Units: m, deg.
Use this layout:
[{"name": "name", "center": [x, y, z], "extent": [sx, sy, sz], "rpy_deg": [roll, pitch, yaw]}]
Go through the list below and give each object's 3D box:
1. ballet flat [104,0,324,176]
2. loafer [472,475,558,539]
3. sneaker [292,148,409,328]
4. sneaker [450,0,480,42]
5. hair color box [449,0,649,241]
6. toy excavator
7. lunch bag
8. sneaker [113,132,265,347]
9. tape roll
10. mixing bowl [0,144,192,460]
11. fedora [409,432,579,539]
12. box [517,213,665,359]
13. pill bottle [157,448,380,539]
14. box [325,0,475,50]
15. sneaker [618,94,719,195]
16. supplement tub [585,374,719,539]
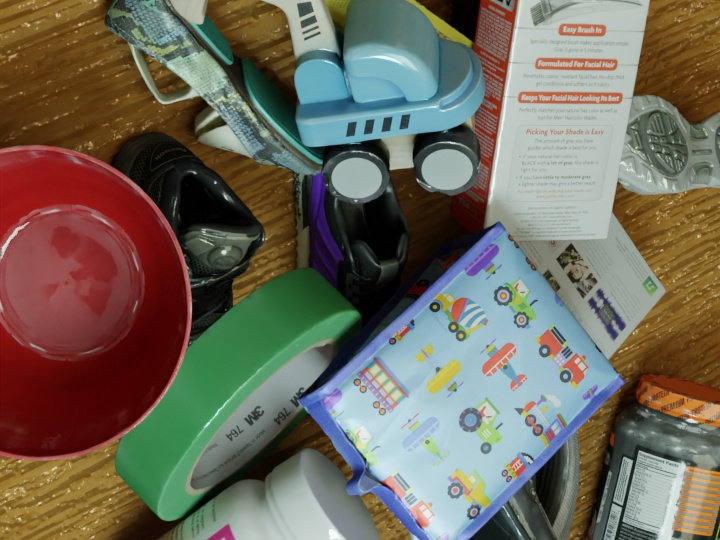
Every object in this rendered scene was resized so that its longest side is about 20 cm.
[{"name": "ballet flat", "center": [-0.105, -0.129, 1.256], "extent": [0.074, 0.074, 0.200], "rpy_deg": [-48, 120, -12]}, {"name": "loafer", "center": [0.113, 0.170, 1.355], "extent": [0.072, 0.073, 0.200], "rpy_deg": [-48, 118, -24]}, {"name": "sneaker", "center": [-0.001, 0.000, 1.327], "extent": [0.069, 0.099, 0.202], "rpy_deg": [-17, 111, -25]}, {"name": "sneaker", "center": [0.130, -0.190, 1.368], "extent": [0.114, 0.076, 0.201], "rpy_deg": [7, 102, -35]}, {"name": "hair color box", "center": [0.138, -0.126, 1.308], "extent": [0.110, 0.064, 0.202], "rpy_deg": [-2, 113, -24]}, {"name": "toy excavator", "center": [-0.018, -0.152, 1.213], "extent": [0.193, 0.100, 0.201], "rpy_deg": [-6, 130, 9]}, {"name": "lunch bag", "center": [0.063, 0.091, 1.262], "extent": [0.200, 0.094, 0.151], "rpy_deg": [-44, 100, -26]}, {"name": "sneaker", "center": [-0.115, 0.010, 1.253], "extent": [0.076, 0.114, 0.201], "rpy_deg": [-17, 114, -26]}, {"name": "tape roll", "center": [-0.084, 0.088, 1.257], "extent": [0.200, 0.048, 0.201], "rpy_deg": [-42, 165, -14]}, {"name": "mixing bowl", "center": [-0.202, 0.016, 1.178], "extent": [0.198, 0.108, 0.202], "rpy_deg": [0, 97, 2]}, {"name": "fedora", "center": [0.089, 0.166, 1.436], "extent": [0.176, 0.090, 0.202], "rpy_deg": [5, 92, -35]}, {"name": "box", "center": [0.144, 0.020, 1.408], "extent": [0.200, 0.036, 0.145], "rpy_deg": [-44, 103, -37]}, {"name": "pill bottle", "center": [-0.090, 0.222, 1.281], "extent": [0.200, 0.114, 0.113], "rpy_deg": [-37, 124, 13]}, {"name": "box", "center": [-0.012, -0.195, 1.286], "extent": [0.199, 0.075, 0.050], "rpy_deg": [29, 88, -36]}, {"name": "sneaker", "center": [0.230, -0.090, 1.447], "extent": [0.199, 0.099, 0.079], "rpy_deg": [6, 76, -46]}, {"name": "supplement tub", "center": [0.264, 0.199, 1.538], "extent": [0.122, 0.122, 0.202], "rpy_deg": [8, 99, -34]}]
